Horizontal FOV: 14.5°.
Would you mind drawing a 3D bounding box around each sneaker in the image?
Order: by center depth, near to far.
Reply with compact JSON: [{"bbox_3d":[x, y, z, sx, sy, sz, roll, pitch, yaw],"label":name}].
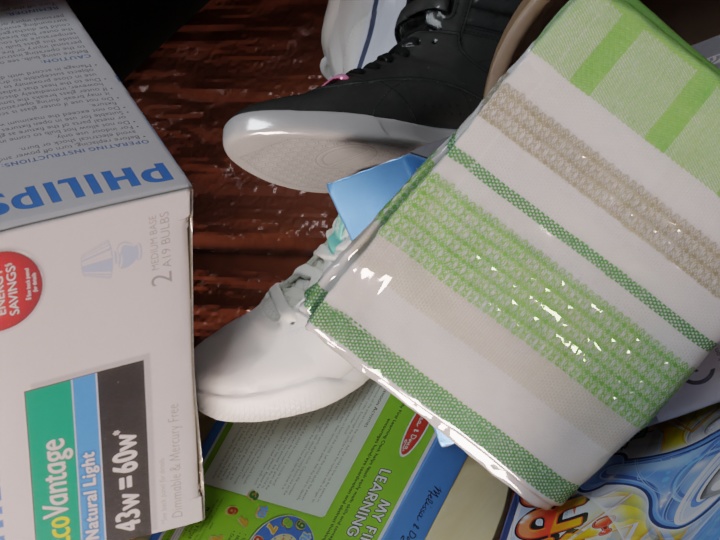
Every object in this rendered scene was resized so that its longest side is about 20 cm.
[{"bbox_3d":[0.000,0.000,1.346,0.200,0.089,0.075,-24,36,0],"label":"sneaker"},{"bbox_3d":[0.017,-0.095,1.349,0.071,0.200,0.099,-33,64,56],"label":"sneaker"},{"bbox_3d":[0.015,-0.098,1.434,0.071,0.073,0.200,-18,55,48],"label":"sneaker"}]

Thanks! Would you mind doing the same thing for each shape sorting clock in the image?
[{"bbox_3d":[-0.021,0.109,1.353,0.200,0.039,0.200,-16,49,19],"label":"shape sorting clock"}]

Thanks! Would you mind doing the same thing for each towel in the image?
[{"bbox_3d":[0.090,-0.010,1.201,0.200,0.149,0.031,-49,11,18],"label":"towel"}]

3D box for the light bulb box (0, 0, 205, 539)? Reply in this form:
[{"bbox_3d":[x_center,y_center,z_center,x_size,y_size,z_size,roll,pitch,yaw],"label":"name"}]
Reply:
[{"bbox_3d":[-0.165,0.003,1.344,0.125,0.198,0.200,-13,37,-19],"label":"light bulb box"}]

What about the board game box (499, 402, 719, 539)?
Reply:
[{"bbox_3d":[0.121,0.121,1.205,0.135,0.034,0.200,-19,23,23],"label":"board game box"}]

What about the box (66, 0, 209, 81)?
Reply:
[{"bbox_3d":[-0.181,-0.175,1.513,0.200,0.149,0.124,-42,53,1],"label":"box"}]

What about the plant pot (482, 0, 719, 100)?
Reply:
[{"bbox_3d":[0.157,-0.075,1.299,0.201,0.201,0.093,-25,16,14],"label":"plant pot"}]

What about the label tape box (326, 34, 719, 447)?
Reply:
[{"bbox_3d":[0.101,-0.001,1.248,0.200,0.144,0.063,-21,17,11],"label":"label tape box"}]
